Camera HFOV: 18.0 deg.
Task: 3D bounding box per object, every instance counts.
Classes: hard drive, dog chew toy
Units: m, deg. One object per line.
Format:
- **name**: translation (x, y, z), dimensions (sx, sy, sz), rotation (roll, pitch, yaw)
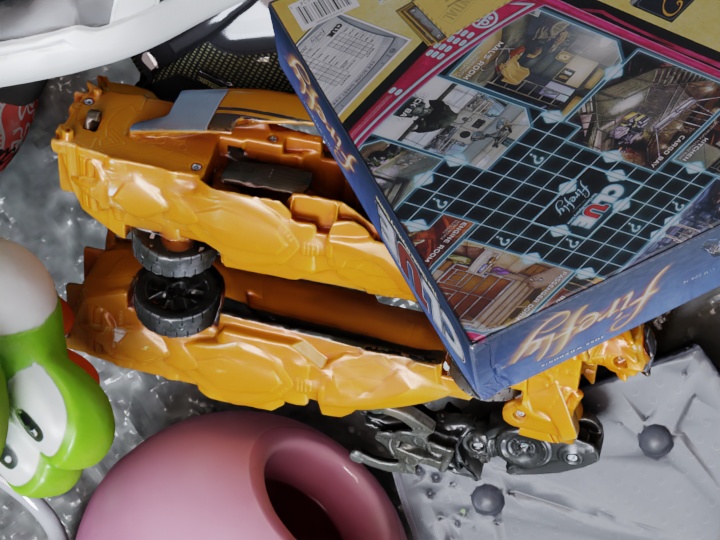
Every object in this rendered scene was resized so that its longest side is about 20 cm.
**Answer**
- **hard drive**: translation (0.107, 0.130, 0.818), dimensions (0.134, 0.042, 0.201), rotation (-22, 102, 19)
- **dog chew toy**: translation (-0.071, 0.142, 0.827), dimensions (0.124, 0.125, 0.200), rotation (42, 120, -3)

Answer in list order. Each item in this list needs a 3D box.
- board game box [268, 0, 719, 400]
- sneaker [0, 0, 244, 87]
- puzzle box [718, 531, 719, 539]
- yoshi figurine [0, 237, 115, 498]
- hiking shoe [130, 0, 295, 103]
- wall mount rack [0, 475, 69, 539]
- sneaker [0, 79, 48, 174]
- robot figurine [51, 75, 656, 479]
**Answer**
- **board game box**: translation (0.091, -0.062, 0.673), dimensions (0.199, 0.035, 0.136), rotation (-25, 59, -9)
- **sneaker**: translation (-0.055, -0.135, 0.675), dimensions (0.199, 0.073, 0.112), rotation (-20, 113, 1)
- **puzzle box**: translation (0.183, 0.077, 0.726), dimensions (0.132, 0.025, 0.201), rotation (6, 123, 4)
- **yoshi figurine**: translation (-0.162, -0.004, 0.709), dimensions (0.112, 0.112, 0.200), rotation (-40, 85, -18)
- **hiking shoe**: translation (-0.065, -0.092, 0.765), dimensions (0.199, 0.076, 0.101), rotation (18, 109, 6)
- **wall mount rack**: translation (-0.196, 0.061, 0.825), dimensions (0.200, 0.075, 0.174), rotation (34, 140, 0)
- **sneaker**: translation (-0.214, -0.081, 0.808), dimensions (0.201, 0.067, 0.108), rotation (29, 110, 0)
- **robot figurine**: translation (0.000, 0.000, 0.748), dimensions (0.199, 0.058, 0.145), rotation (12, 135, 7)
